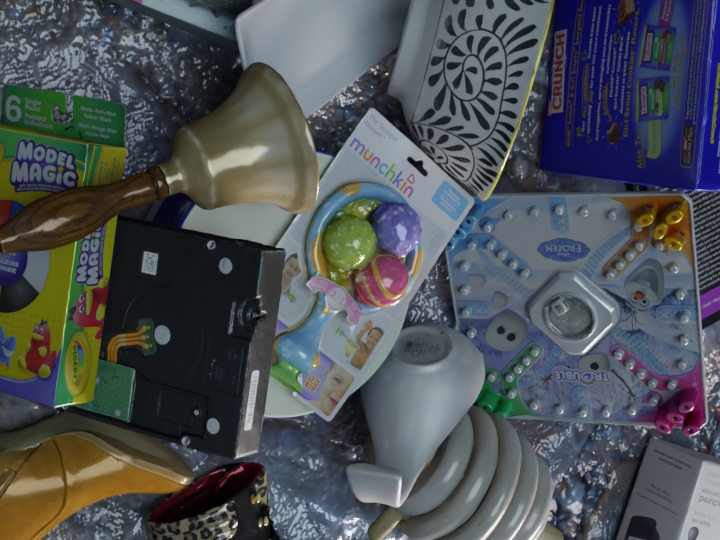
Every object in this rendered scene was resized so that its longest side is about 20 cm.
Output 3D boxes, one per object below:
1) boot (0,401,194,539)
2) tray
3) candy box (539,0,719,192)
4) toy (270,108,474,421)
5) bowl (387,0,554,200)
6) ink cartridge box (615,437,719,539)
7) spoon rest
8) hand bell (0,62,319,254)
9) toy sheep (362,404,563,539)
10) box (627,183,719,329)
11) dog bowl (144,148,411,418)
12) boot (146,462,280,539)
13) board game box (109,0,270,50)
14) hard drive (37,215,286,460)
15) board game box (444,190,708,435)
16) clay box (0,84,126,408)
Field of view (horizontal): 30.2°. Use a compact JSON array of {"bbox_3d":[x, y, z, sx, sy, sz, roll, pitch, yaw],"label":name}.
[{"bbox_3d":[-0.233,0.172,0.959,0.200,0.071,0.145,21,96,-23],"label":"boot"},{"bbox_3d":[-0.023,-0.182,0.971,0.200,0.022,0.108,-42,140,-35],"label":"tray"},{"bbox_3d":[0.229,-0.153,1.037,0.076,0.200,0.171,0,99,-28],"label":"candy box"},{"bbox_3d":[0.000,0.000,0.954,0.115,0.047,0.201,39,82,-27],"label":"toy"},{"bbox_3d":[0.076,-0.162,0.993,0.093,0.201,0.203,16,92,-2],"label":"bowl"},{"bbox_3d":[0.306,0.272,1.213,0.144,0.084,0.202,18,91,-26],"label":"ink cartridge box"},{"bbox_3d":[0.034,0.107,1.006,0.098,0.201,0.061,8,125,14],"label":"spoon rest"},{"bbox_3d":[-0.136,-0.052,0.846,0.199,0.104,0.105,-23,108,-23],"label":"hand bell"},{"bbox_3d":[0.085,0.176,1.071,0.199,0.138,0.139,31,86,-27],"label":"toy sheep"},{"bbox_3d":[0.310,-0.059,1.185,0.142,0.036,0.202,-24,110,-20],"label":"box"},{"bbox_3d":[-0.064,0.005,0.995,0.198,0.079,0.202,-4,101,-24],"label":"dog bowl"},{"bbox_3d":[-0.063,0.221,1.040,0.198,0.073,0.152,-21,108,-14],"label":"boot"},{"bbox_3d":[-0.110,-0.274,0.934,0.146,0.064,0.202,17,91,-28],"label":"board game box"},{"bbox_3d":[-0.149,0.036,0.907,0.038,0.198,0.141,-4,103,-63],"label":"hard drive"},{"bbox_3d":[0.164,0.037,1.045,0.026,0.198,0.202,-50,135,-55],"label":"board game box"},{"bbox_3d":[-0.223,-0.020,0.896,0.047,0.114,0.202,-5,105,-63],"label":"clay box"}]
